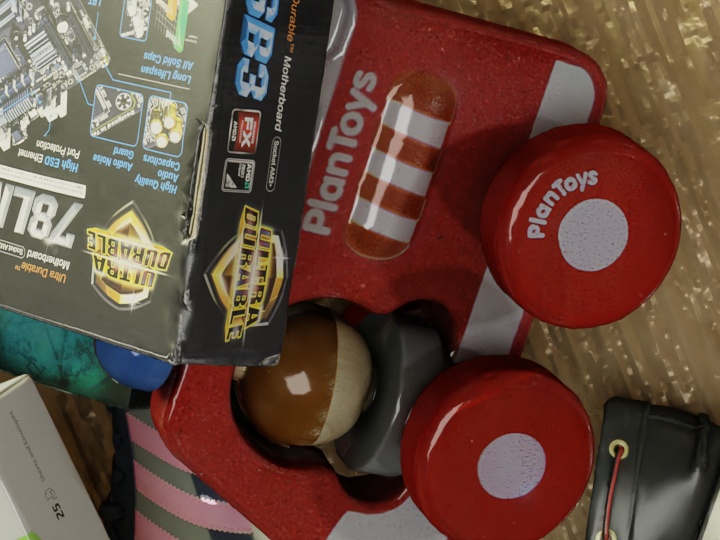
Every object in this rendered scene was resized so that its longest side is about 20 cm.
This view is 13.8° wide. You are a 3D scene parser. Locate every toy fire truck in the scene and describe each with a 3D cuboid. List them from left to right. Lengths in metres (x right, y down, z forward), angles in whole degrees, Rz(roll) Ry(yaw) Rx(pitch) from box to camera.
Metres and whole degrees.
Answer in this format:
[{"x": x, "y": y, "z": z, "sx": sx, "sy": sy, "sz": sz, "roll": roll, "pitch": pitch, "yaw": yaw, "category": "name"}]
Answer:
[{"x": 0.000, "y": 0.000, "z": 1.003, "sx": 0.167, "sy": 0.112, "sz": 0.201, "roll": 14, "pitch": 104, "yaw": -21, "category": "toy fire truck"}]

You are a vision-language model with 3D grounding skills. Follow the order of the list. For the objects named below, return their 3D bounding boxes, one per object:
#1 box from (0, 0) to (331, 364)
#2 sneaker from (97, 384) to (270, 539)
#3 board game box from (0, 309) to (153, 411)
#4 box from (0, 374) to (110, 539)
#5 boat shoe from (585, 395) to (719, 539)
[{"x": -0.090, "y": -0.086, "z": 0.943, "sx": 0.199, "sy": 0.049, "sz": 0.200, "roll": 14, "pitch": 99, "yaw": 47, "category": "box"}, {"x": -0.072, "y": 0.078, "z": 1.079, "sx": 0.082, "sy": 0.070, "sz": 0.201, "roll": -23, "pitch": 97, "yaw": 9, "category": "sneaker"}, {"x": -0.110, "y": -0.065, "z": 1.036, "sx": 0.135, "sy": 0.028, "sz": 0.201, "roll": 15, "pitch": 98, "yaw": 28, "category": "board game box"}, {"x": -0.129, "y": 0.151, "z": 0.962, "sx": 0.155, "sy": 0.041, "sz": 0.201, "roll": -21, "pitch": 96, "yaw": 31, "category": "box"}, {"x": 0.086, "y": 0.144, "z": 1.075, "sx": 0.063, "sy": 0.074, "sz": 0.203, "roll": 17, "pitch": 100, "yaw": 5, "category": "boat shoe"}]
